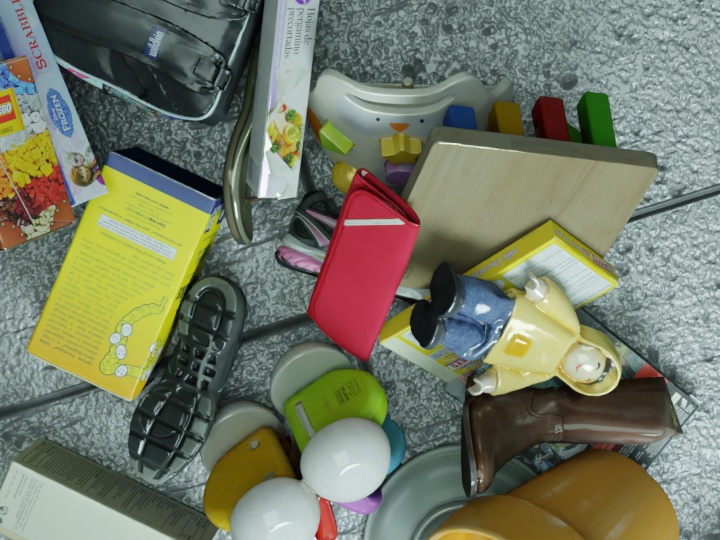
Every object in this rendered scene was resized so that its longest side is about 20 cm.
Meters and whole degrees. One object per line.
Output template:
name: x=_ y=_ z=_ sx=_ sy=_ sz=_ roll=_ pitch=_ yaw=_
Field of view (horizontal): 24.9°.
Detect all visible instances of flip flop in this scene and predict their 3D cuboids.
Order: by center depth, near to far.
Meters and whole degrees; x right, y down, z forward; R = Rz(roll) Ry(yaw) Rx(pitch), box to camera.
flip flop: x=-0.085 y=-0.121 z=1.500 sx=0.057 sy=0.081 sz=0.202 roll=14 pitch=91 yaw=5

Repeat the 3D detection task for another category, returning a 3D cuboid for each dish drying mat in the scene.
dish drying mat: x=0.000 y=0.000 z=1.424 sx=0.077 sy=0.018 sz=0.201 roll=39 pitch=141 yaw=15

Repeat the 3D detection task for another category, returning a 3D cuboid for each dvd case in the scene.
dvd case: x=0.197 y=0.117 z=1.530 sx=0.199 sy=0.022 sz=0.146 roll=38 pitch=97 yaw=-1

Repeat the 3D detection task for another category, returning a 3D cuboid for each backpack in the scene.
backpack: x=-0.188 y=-0.238 z=1.455 sx=0.198 sy=0.151 sz=0.179 roll=21 pitch=97 yaw=-1

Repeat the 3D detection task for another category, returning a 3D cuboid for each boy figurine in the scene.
boy figurine: x=0.139 y=0.063 z=1.413 sx=0.199 sy=0.065 sz=0.125 roll=22 pitch=112 yaw=-25

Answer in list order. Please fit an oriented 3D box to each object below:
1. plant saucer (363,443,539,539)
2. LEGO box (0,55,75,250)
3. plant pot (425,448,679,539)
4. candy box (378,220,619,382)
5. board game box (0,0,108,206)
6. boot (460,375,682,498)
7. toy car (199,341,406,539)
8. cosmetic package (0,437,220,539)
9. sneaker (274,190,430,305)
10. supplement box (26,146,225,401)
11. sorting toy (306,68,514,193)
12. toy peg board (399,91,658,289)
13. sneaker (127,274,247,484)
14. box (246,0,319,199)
plant saucer: x=0.100 y=0.267 z=1.540 sx=0.198 sy=0.050 sz=0.203 roll=0 pitch=97 yaw=4
LEGO box: x=-0.352 y=-0.097 z=1.424 sx=0.199 sy=0.077 sz=0.151 roll=-1 pitch=108 yaw=47
plant pot: x=0.182 y=0.258 z=1.433 sx=0.183 sy=0.200 sz=0.201 roll=-36 pitch=94 yaw=-37
candy box: x=0.121 y=0.031 z=1.454 sx=0.199 sy=0.102 sz=0.027 roll=-32 pitch=49 yaw=28
board game box: x=-0.329 y=-0.135 z=1.472 sx=0.199 sy=0.041 sz=0.202 roll=-18 pitch=95 yaw=49
boot: x=0.188 y=0.143 z=1.434 sx=0.198 sy=0.187 sz=0.065 roll=3 pitch=116 yaw=6
toy car: x=-0.042 y=0.181 z=1.501 sx=0.200 sy=0.175 sz=0.150 roll=-40 pitch=127 yaw=7
cosmetic package: x=-0.239 y=0.239 z=1.536 sx=0.198 sy=0.104 sz=0.074 roll=26 pitch=99 yaw=2
sneaker: x=0.025 y=-0.021 z=1.503 sx=0.198 sy=0.080 sz=0.087 roll=17 pitch=87 yaw=-3
supplement box: x=-0.210 y=0.000 z=1.504 sx=0.109 sy=0.109 sz=0.202 roll=25 pitch=98 yaw=1
sorting toy: x=0.035 y=-0.140 z=1.426 sx=0.198 sy=0.180 sz=0.108 roll=2 pitch=77 yaw=4
toy peg board: x=0.124 y=-0.075 z=1.420 sx=0.197 sy=0.201 sz=0.099 roll=6 pitch=53 yaw=-15
sneaker: x=-0.150 y=0.105 z=1.516 sx=0.075 sy=0.079 sz=0.202 roll=24 pitch=90 yaw=12
box: x=-0.068 y=-0.161 z=1.416 sx=0.038 sy=0.041 sz=0.202 roll=-3 pitch=116 yaw=-22
